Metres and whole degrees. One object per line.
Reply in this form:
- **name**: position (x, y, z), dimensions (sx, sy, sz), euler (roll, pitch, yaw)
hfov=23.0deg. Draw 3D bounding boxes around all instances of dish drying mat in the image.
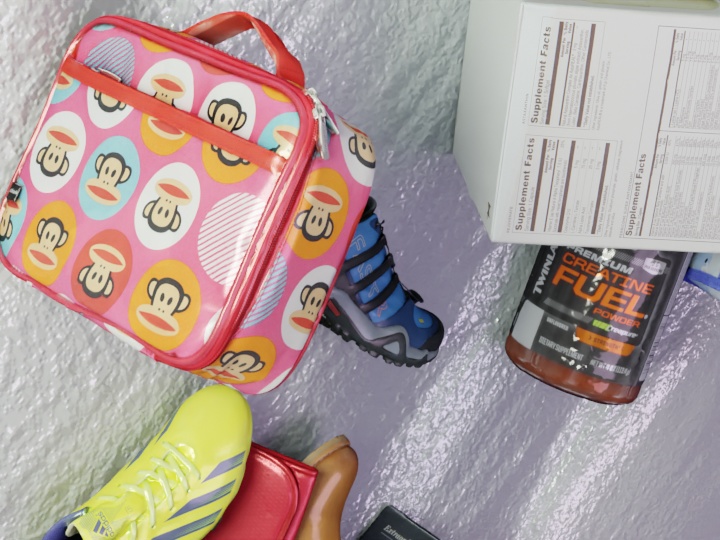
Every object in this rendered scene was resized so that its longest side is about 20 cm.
- **dish drying mat**: position (-0.096, 0.206, 1.141), dimensions (0.018, 0.076, 0.202), euler (-43, 155, -80)

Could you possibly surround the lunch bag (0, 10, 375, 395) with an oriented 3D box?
- **lunch bag**: position (-0.087, -0.048, 0.911), dimensions (0.082, 0.199, 0.177), euler (23, 91, -50)

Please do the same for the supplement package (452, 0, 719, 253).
- **supplement package**: position (0.173, -0.110, 1.111), dimensions (0.198, 0.152, 0.152), euler (2, 114, -8)

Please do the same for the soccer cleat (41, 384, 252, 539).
- **soccer cleat**: position (-0.137, 0.149, 1.063), dimensions (0.200, 0.065, 0.084), euler (-50, 155, -9)

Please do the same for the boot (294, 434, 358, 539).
- **boot**: position (-0.012, 0.225, 1.158), dimensions (0.201, 0.155, 0.077), euler (-59, 157, -1)

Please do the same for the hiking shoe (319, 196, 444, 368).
- **hiking shoe**: position (0.000, 0.000, 1.117), dimensions (0.200, 0.074, 0.087), euler (29, 91, -49)

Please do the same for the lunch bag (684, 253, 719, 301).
- **lunch bag**: position (0.310, -0.049, 1.315), dimensions (0.171, 0.123, 0.200), euler (-66, 168, 1)

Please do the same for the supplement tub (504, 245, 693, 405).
- **supplement tub**: position (0.182, -0.013, 1.270), dimensions (0.106, 0.107, 0.202), euler (8, 105, -47)

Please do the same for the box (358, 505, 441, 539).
- **box**: position (0.026, 0.297, 1.250), dimensions (0.200, 0.148, 0.107), euler (-49, 138, -12)
